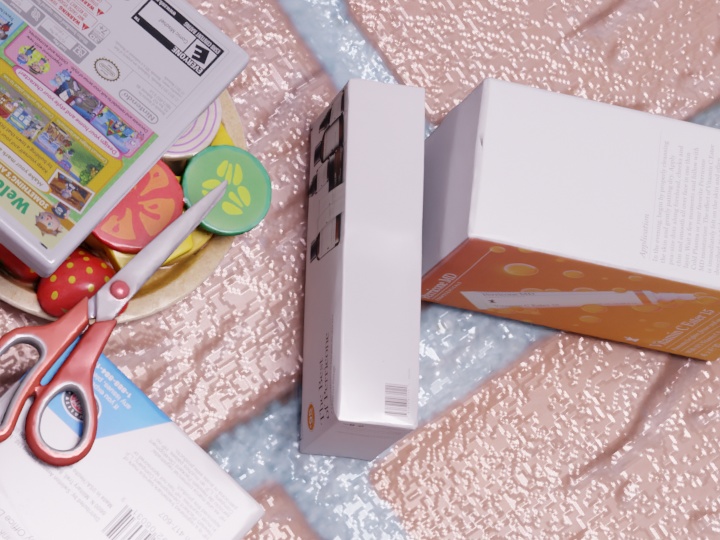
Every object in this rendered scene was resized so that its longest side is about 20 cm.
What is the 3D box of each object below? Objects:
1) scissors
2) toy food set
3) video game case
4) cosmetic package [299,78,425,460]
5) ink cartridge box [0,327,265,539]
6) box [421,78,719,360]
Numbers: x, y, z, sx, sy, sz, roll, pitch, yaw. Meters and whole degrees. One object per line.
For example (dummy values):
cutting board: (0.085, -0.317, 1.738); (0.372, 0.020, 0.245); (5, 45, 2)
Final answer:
scissors: (-0.141, 0.015, 1.584); (0.073, 0.014, 0.200); (29, 66, -4)
toy food set: (-0.154, -0.068, 1.674); (0.198, 0.049, 0.200); (-30, 84, -23)
video game case: (-0.191, -0.121, 1.641); (0.200, 0.022, 0.182); (40, 61, 1)
cosmetic package: (0.000, 0.000, 1.686); (0.051, 0.083, 0.200); (6, 72, -14)
ink cartridge box: (-0.174, 0.155, 1.580); (0.146, 0.084, 0.200); (45, 66, -1)
box: (0.140, -0.027, 1.707); (0.200, 0.124, 0.098); (12, 71, -14)
